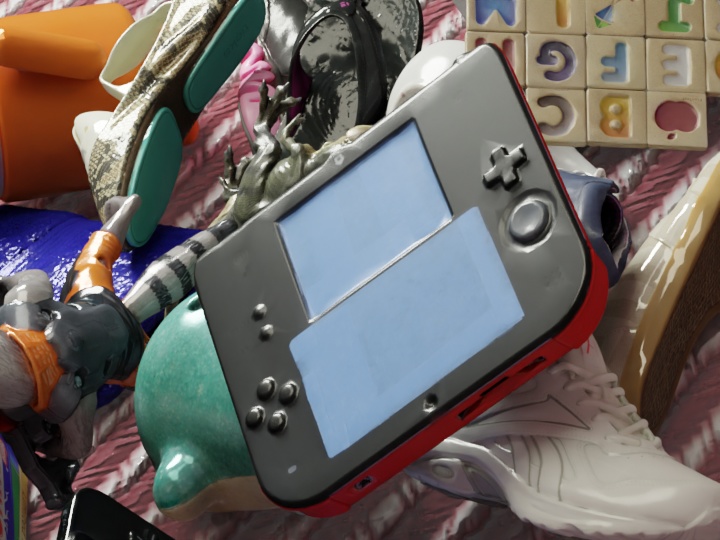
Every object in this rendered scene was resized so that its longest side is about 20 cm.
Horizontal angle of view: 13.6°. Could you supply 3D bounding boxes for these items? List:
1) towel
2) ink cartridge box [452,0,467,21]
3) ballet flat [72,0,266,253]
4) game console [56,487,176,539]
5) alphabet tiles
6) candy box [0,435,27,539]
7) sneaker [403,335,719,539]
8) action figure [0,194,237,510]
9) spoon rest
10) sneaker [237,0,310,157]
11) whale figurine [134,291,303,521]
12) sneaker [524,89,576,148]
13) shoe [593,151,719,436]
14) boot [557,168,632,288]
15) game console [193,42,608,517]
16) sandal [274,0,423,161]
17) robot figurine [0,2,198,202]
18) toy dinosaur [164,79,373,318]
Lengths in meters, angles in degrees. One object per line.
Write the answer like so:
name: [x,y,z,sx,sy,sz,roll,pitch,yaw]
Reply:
towel: [-0.188,0.014,1.792,0.199,0.050,0.148,8,46,42]
ink cartridge box: [0.153,-0.215,1.784,0.199,0.083,0.147,-33,-10,-10]
ballet flat: [-0.126,-0.098,1.792,0.075,0.068,0.201,14,61,21]
game console: [-0.049,0.179,1.396,0.116,0.176,0.200,-44,22,27]
alphabet tiles: [0.140,-0.158,1.671,0.165,0.006,0.201,3,65,-3]
candy box: [-0.246,0.092,1.576,0.077,0.201,0.169,-20,33,6]
sneaker: [0.100,0.075,1.434,0.199,0.078,0.100,16,90,46]
action figure: [-0.161,0.012,1.619,0.104,0.201,0.193,-30,4,40]
spoon rest: [0.079,-0.060,1.688,0.060,0.100,0.200,1,24,-36]
sneaker: [-0.029,-0.128,1.871,0.095,0.079,0.201,-15,41,6]
whale figurine: [-0.046,0.063,1.542,0.159,0.104,0.200,-34,19,-12]
sneaker: [0.140,-0.130,1.726,0.199,0.091,0.067,-20,31,10]
shoe: [0.157,0.003,1.539,0.053,0.070,0.200,8,47,31]
boot: [0.095,-0.024,1.528,0.090,0.073,0.200,-16,20,15]
game console: [0.015,0.006,1.442,0.200,0.031,0.177,-36,53,17]
sandal: [-0.015,-0.101,1.762,0.075,0.048,0.202,11,71,18]
robot figurine: [-0.200,-0.104,1.877,0.199,0.117,0.144,-10,14,-13]
toy dinosaur: [-0.055,-0.048,1.695,0.200,0.047,0.088,-38,40,31]
